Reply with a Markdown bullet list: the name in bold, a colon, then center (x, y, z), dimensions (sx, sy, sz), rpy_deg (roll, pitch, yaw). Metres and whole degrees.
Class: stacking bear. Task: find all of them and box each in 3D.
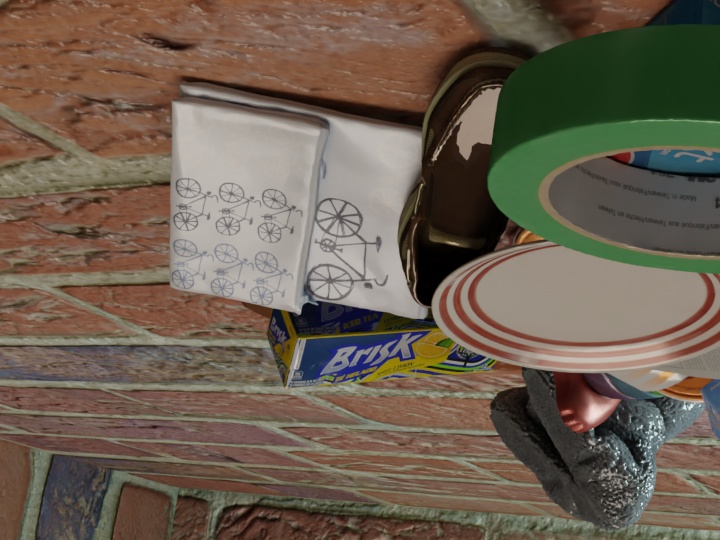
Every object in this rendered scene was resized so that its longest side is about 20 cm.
- **stacking bear**: center (0.258, 0.047, 1.061), dimensions (0.200, 0.122, 0.114), rpy_deg (-21, 178, 42)

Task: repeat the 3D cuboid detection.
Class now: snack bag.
- **snack bag**: center (-0.034, -0.037, 0.898), dimensions (0.200, 0.021, 0.189), rpy_deg (11, 135, 0)

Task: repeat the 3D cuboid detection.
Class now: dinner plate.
- **dinner plate**: center (0.145, 0.019, 0.821), dimensions (0.200, 0.024, 0.200), rpy_deg (4, 155, 2)

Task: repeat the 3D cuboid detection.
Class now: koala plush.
- **koala plush**: center (0.265, 0.136, 1.272), dimensions (0.200, 0.184, 0.177), rpy_deg (-28, 162, -23)

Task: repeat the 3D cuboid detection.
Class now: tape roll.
- **tape roll**: center (0.164, -0.051, 0.632), dimensions (0.200, 0.048, 0.200), rpy_deg (8, 163, 3)

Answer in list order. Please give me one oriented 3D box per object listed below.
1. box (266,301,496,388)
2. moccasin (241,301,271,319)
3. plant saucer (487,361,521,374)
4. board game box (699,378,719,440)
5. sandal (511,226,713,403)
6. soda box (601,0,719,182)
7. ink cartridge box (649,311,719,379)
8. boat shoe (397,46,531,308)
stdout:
- **box**: center (0.024, 0.051, 1.127), dimensions (0.200, 0.070, 0.064), rpy_deg (-3, 133, -21)
- **moccasin**: center (-0.013, 0.033, 1.198), dimensions (0.201, 0.074, 0.078), rpy_deg (27, 156, -2)
- **plant saucer**: center (0.106, 0.066, 1.325), dimensions (0.200, 0.037, 0.200), rpy_deg (7, 165, 2)
- **board game box**: center (0.346, 0.057, 0.955), dimensions (0.200, 0.037, 0.151), rpy_deg (-36, 155, 5)
- **sandal**: center (0.195, 0.043, 0.985), dimensions (0.207, 0.059, 0.079), rpy_deg (36, 125, 2)
- **soda box**: center (0.168, -0.083, 0.720), dimensions (0.068, 0.064, 0.200), rpy_deg (11, 163, -11)
- **ink cartridge box**: center (0.222, -0.003, 0.865), dimensions (0.200, 0.047, 0.160), rpy_deg (1, 125, 58)
- **boat shoe**: center (0.068, -0.046, 0.792), dimensions (0.075, 0.075, 0.202), rpy_deg (8, 145, -3)
